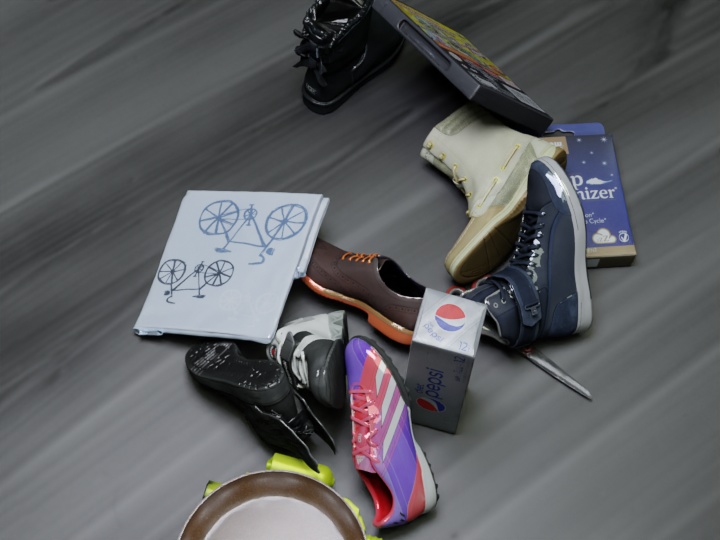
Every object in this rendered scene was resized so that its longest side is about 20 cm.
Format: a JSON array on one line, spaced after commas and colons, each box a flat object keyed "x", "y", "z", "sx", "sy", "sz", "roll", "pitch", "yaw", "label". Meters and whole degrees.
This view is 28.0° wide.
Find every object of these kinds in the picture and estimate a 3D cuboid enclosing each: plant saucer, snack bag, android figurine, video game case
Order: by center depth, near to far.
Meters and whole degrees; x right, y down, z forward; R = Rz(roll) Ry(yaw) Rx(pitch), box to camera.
[{"x": -0.089, "y": 0.299, "z": 1.444, "sx": 0.197, "sy": 0.032, "sz": 0.202, "roll": 0, "pitch": 61, "yaw": 0, "label": "plant saucer"}, {"x": -0.076, "y": 0.284, "z": 1.494, "sx": 0.198, "sy": 0.041, "sz": 0.184, "roll": 15, "pitch": 62, "yaw": 6, "label": "android figurine"}, {"x": -0.144, "y": -0.005, "z": 1.618, "sx": 0.186, "sy": 0.021, "sz": 0.202, "roll": 3, "pitch": 58, "yaw": 25, "label": "snack bag"}, {"x": 0.122, "y": -0.242, "z": 1.702, "sx": 0.026, "sy": 0.199, "sz": 0.181, "roll": -51, "pitch": 62, "yaw": 16, "label": "video game case"}]

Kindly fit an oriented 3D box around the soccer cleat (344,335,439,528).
[{"x": 0.018, "y": 0.168, "z": 1.503, "sx": 0.073, "sy": 0.068, "sz": 0.202, "roll": -22, "pitch": 95, "yaw": -31, "label": "soccer cleat"}]

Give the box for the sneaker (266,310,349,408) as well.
[{"x": -0.058, "y": 0.097, "z": 1.532, "sx": 0.087, "sy": 0.200, "sz": 0.075, "roll": -3, "pitch": 102, "yaw": 1, "label": "sneaker"}]

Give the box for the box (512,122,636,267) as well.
[{"x": 0.251, "y": -0.097, "z": 1.722, "sx": 0.120, "sy": 0.033, "sz": 0.202, "roll": -4, "pitch": 61, "yaw": -5, "label": "box"}]

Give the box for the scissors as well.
[{"x": 0.174, "y": 0.086, "z": 1.631, "sx": 0.073, "sy": 0.014, "sz": 0.201, "roll": -30, "pitch": 69, "yaw": -21, "label": "scissors"}]

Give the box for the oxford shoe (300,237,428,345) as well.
[{"x": 0.000, "y": 0.000, "z": 1.619, "sx": 0.199, "sy": 0.073, "sz": 0.071, "roll": 31, "pitch": 37, "yaw": 10, "label": "oxford shoe"}]

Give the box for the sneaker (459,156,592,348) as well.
[{"x": 0.175, "y": -0.016, "z": 1.592, "sx": 0.145, "sy": 0.077, "sz": 0.205, "roll": -12, "pitch": 97, "yaw": -22, "label": "sneaker"}]

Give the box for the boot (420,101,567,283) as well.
[{"x": 0.126, "y": -0.094, "z": 1.684, "sx": 0.154, "sy": 0.072, "sz": 0.200, "roll": 33, "pitch": 77, "yaw": 27, "label": "boot"}]

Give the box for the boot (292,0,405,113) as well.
[{"x": -0.006, "y": -0.294, "z": 1.736, "sx": 0.073, "sy": 0.163, "sz": 0.198, "roll": 35, "pitch": 65, "yaw": 15, "label": "boot"}]

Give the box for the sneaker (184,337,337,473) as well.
[{"x": -0.110, "y": 0.141, "z": 1.548, "sx": 0.060, "sy": 0.105, "sz": 0.199, "roll": -41, "pitch": 34, "yaw": -24, "label": "sneaker"}]

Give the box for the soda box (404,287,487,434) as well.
[{"x": 0.084, "y": 0.098, "z": 1.510, "sx": 0.067, "sy": 0.201, "sz": 0.064, "roll": 14, "pitch": 62, "yaw": 6, "label": "soda box"}]
